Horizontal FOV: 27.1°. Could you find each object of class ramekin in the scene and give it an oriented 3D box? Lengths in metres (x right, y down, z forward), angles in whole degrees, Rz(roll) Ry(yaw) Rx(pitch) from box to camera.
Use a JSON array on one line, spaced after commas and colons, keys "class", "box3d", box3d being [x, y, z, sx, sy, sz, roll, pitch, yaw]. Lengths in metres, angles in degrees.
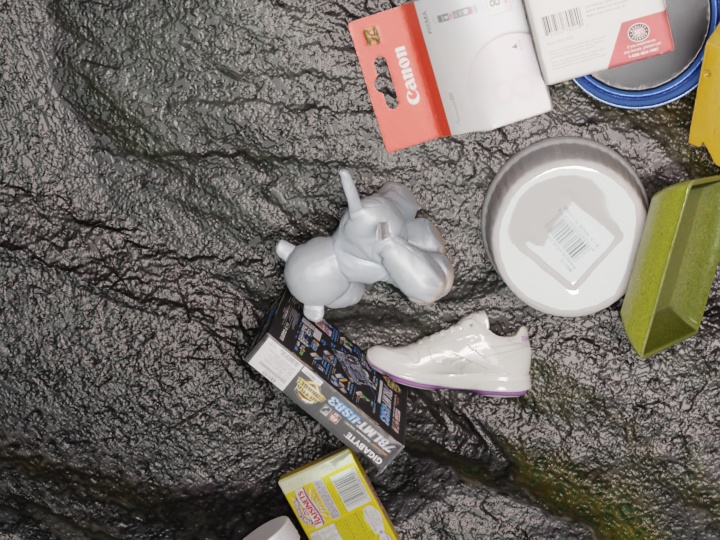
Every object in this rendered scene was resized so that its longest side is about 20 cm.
[{"class": "ramekin", "box3d": [0.236, -0.045, 1.702, 0.197, 0.098, 0.203, 1, 104, 3]}]

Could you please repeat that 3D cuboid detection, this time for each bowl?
[{"class": "bowl", "box3d": [0.310, -0.283, 1.668, 0.197, 0.039, 0.204, 1, 104, 3]}]

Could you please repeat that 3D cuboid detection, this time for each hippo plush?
[{"class": "hippo plush", "box3d": [0.000, 0.000, 1.692, 0.160, 0.200, 0.160, -36, 77, 19]}]

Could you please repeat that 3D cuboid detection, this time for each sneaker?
[{"class": "sneaker", "box3d": [0.106, 0.094, 1.768, 0.197, 0.075, 0.101, 5, 90, -1]}]

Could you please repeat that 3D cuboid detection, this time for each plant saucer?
[{"class": "plant saucer", "box3d": [0.352, -0.016, 1.669, 0.047, 0.199, 0.202, 20, 106, 27]}]

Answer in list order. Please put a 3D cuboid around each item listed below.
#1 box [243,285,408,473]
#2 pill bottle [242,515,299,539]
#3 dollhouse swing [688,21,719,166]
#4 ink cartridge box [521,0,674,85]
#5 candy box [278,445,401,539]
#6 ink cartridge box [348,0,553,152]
[{"class": "box", "box3d": [-0.033, 0.120, 1.709, 0.198, 0.200, 0.050, 42, 103, -7]}, {"class": "pill bottle", "box3d": [-0.070, 0.404, 1.813, 0.110, 0.111, 0.201, -30, 97, 11]}, {"class": "dollhouse swing", "box3d": [0.493, -0.209, 1.627, 0.198, 0.176, 0.184, 24, 134, 26]}, {"class": "ink cartridge box", "box3d": [0.240, -0.318, 1.601, 0.145, 0.083, 0.203, -14, 102, 6]}, {"class": "candy box", "box3d": [-0.012, 0.322, 1.846, 0.101, 0.026, 0.202, -25, 101, 13]}, {"class": "ink cartridge box", "box3d": [0.102, -0.232, 1.692, 0.197, 0.057, 0.165, -17, 102, 3]}]
